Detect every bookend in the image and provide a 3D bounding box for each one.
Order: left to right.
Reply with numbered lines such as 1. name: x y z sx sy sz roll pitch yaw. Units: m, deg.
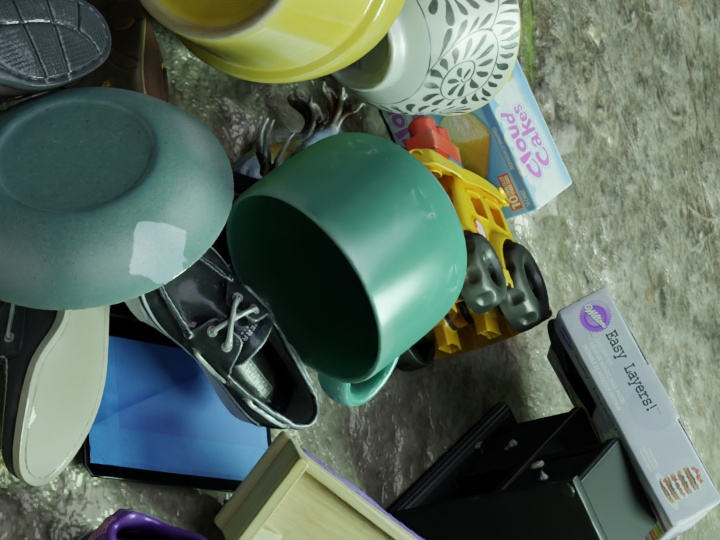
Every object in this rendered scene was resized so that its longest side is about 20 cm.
1. bookend: 0.155 0.174 1.316 0.198 0.199 0.093 -36 103 -46

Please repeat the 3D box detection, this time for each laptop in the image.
1. laptop: -0.100 0.043 1.156 0.176 0.201 0.103 14 24 -44

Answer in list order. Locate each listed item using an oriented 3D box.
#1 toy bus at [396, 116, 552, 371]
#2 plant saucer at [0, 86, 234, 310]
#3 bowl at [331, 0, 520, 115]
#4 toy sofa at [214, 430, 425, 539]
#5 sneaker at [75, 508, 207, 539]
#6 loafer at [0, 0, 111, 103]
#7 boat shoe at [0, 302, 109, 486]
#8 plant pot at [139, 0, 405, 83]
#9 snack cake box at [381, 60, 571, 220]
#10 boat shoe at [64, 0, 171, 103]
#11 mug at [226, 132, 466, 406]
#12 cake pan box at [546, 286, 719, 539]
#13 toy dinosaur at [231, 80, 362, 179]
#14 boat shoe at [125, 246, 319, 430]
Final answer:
1. toy bus: 0.052 -0.033 1.309 0.200 0.135 0.194 20 55 -61
2. plant saucer: -0.182 -0.062 1.054 0.039 0.199 0.202 88 23 -47
3. bowl: 0.020 -0.201 1.308 0.094 0.200 0.202 -33 101 -40
4. toy sofa: -0.002 0.205 1.166 0.199 0.098 0.083 38 91 -14
5. sneaker: -0.098 0.215 1.053 0.199 0.089 0.081 28 48 0
6. loafer: -0.258 -0.137 1.064 0.199 0.063 0.073 -19 89 -40
7. boat shoe: -0.208 0.041 1.081 0.073 0.062 0.202 34 62 -57
8. plant pot: -0.076 -0.232 1.166 0.203 0.199 0.189 69 18 -3
9. snack cake box: 0.085 -0.138 1.413 0.067 0.114 0.202 -34 101 -47
10. boat shoe: -0.173 -0.134 1.179 0.068 0.071 0.202 52 25 -69
11. mug: -0.005 -0.010 1.138 0.114 0.185 0.152 -37 80 -30
12. cake pan box: 0.218 0.121 1.343 0.052 0.184 0.201 -26 77 -5
13. toy dinosaur: -0.071 -0.064 1.246 0.182 0.104 0.200 -54 128 -22
14. boat shoe: -0.092 0.039 1.110 0.072 0.067 0.201 -49 128 -24
